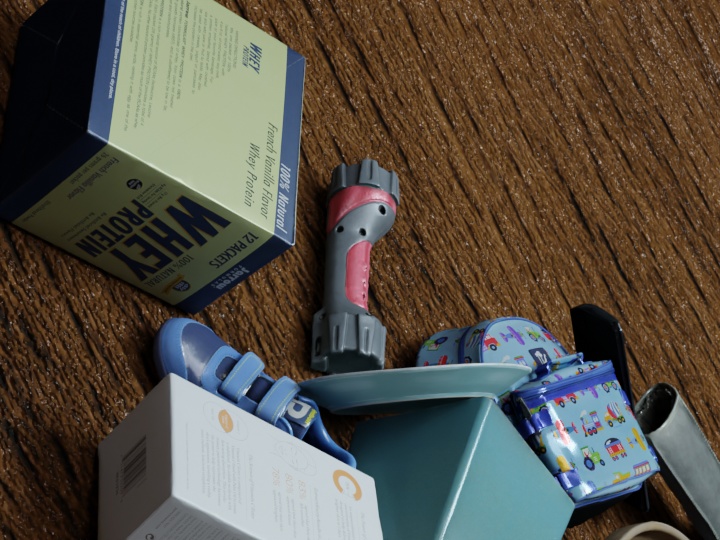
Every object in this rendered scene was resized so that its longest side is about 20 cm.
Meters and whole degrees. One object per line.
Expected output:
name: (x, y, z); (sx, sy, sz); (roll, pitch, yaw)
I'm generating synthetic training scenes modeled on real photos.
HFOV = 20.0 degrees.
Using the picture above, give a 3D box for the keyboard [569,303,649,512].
keyboard: (0.234, 0.117, 1.885); (0.039, 0.104, 0.202); (-22, 117, -23)

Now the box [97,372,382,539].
box: (-0.088, 0.186, 1.510); (0.199, 0.097, 0.125); (30, 32, -28)

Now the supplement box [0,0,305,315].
supplement box: (-0.163, -0.110, 1.621); (0.199, 0.134, 0.202); (28, 47, -32)

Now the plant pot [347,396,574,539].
plant pot: (0.055, 0.231, 1.616); (0.142, 0.140, 0.201); (50, 44, -29)

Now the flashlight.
flashlight: (0.000, 0.000, 1.780); (0.068, 0.067, 0.202); (30, 45, -34)

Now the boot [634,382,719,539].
boot: (0.329, 0.196, 1.968); (0.200, 0.072, 0.182); (51, 15, -9)

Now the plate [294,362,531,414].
plate: (0.041, 0.099, 1.660); (0.199, 0.199, 0.026); (3, 80, -46)

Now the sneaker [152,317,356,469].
sneaker: (-0.080, 0.108, 1.608); (0.200, 0.082, 0.074); (48, 41, -9)

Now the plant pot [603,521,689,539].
plant pot: (0.232, 0.325, 1.777); (0.200, 0.092, 0.203); (20, 62, -45)

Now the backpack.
backpack: (0.148, 0.126, 1.803); (0.182, 0.134, 0.202); (-3, 65, -49)
